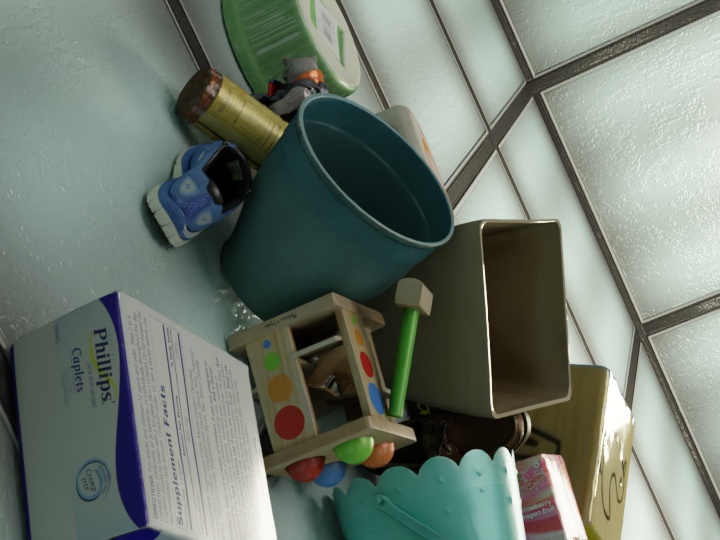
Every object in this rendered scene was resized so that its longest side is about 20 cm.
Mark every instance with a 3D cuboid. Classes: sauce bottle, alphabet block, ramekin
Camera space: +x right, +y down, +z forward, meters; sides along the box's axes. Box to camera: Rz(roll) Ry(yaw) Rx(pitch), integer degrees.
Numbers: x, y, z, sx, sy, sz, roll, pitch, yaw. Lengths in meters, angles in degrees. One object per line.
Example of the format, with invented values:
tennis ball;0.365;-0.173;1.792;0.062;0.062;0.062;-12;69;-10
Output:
sauce bottle;-0.106;-0.140;1.597;0.199;0.066;0.066;36;32;-30
alphabet block;0.223;0.240;1.843;0.195;0.194;0.202;50;46;-56
ramekin;-0.081;-0.289;1.864;0.201;0.097;0.201;54;22;-34

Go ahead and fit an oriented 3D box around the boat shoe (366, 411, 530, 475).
boat shoe;0.088;0.191;1.626;0.068;0.198;0.073;17;58;-59

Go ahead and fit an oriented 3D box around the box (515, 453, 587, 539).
box;0.139;0.283;1.657;0.095;0.198;0.104;22;50;-65

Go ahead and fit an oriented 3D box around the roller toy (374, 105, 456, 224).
roller toy;0.030;-0.108;1.905;0.183;0.138;0.202;-93;160;-69

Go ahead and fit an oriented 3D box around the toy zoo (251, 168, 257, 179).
toy zoo;-0.079;-0.097;1.771;0.200;0.020;0.133;11;59;-69

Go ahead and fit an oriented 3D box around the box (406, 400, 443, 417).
box;0.111;0.167;1.960;0.200;0.047;0.195;14;59;-68

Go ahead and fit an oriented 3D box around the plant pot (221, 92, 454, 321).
plant pot;-0.038;-0.043;1.510;0.199;0.188;0.201;32;30;-22

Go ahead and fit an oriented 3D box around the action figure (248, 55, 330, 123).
action figure;-0.049;-0.158;1.738;0.200;0.104;0.196;-15;93;-68

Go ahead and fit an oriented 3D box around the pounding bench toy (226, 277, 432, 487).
pounding bench toy;-0.003;0.113;1.456;0.124;0.198;0.158;27;43;-63

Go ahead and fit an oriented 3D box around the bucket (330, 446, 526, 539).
bucket;0.078;0.271;1.519;0.207;0.205;0.136;20;54;-66

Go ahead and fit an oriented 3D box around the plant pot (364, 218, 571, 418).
plant pot;0.105;0.052;1.614;0.199;0.175;0.203;-3;89;-58

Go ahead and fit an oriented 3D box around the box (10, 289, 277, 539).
box;-0.160;0.144;1.124;0.200;0.104;0.186;39;33;-57

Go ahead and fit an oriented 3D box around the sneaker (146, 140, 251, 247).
sneaker;-0.141;-0.086;1.474;0.079;0.088;0.200;62;17;-16
